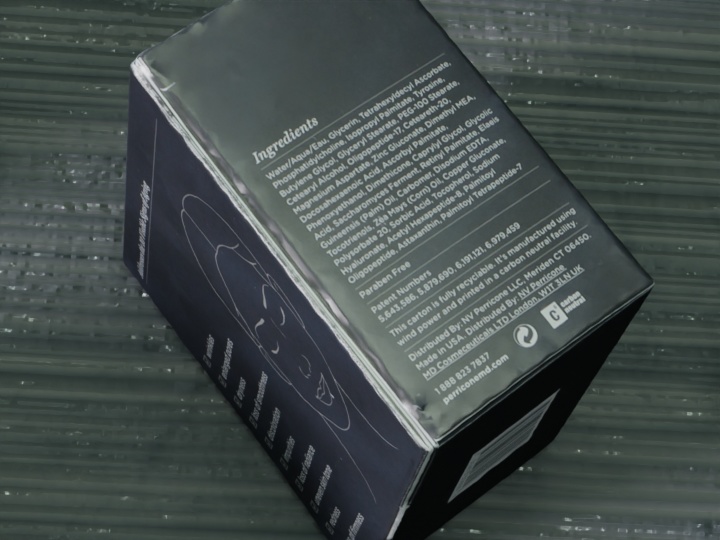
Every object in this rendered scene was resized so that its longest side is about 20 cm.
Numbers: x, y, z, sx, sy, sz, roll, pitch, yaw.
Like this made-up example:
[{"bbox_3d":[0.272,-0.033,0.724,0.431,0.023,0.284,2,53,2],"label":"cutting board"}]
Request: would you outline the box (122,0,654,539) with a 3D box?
[{"bbox_3d":[0.000,0.000,0.881,0.124,0.200,0.197,-35,76,-19],"label":"box"}]
